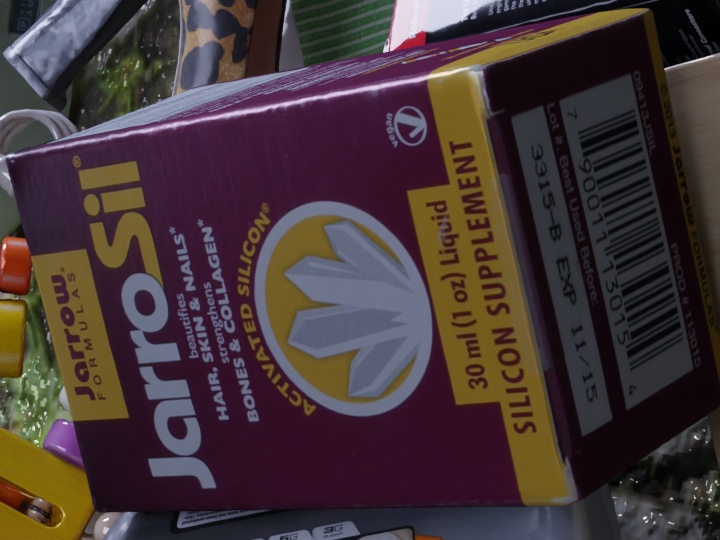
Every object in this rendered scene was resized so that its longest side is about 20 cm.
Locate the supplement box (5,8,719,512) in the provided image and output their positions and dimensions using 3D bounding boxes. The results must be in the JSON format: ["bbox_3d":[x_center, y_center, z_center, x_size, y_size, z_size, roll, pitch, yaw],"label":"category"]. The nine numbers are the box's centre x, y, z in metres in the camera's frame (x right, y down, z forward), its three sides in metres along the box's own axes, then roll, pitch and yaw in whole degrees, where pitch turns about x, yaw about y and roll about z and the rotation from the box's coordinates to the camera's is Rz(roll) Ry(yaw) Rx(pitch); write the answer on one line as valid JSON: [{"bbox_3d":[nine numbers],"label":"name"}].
[{"bbox_3d":[0.000,0.000,0.688,0.199,0.103,0.132,-7,101,40],"label":"supplement box"}]

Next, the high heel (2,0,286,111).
[{"bbox_3d":[-0.021,-0.067,0.821,0.200,0.071,0.143,44,90,1],"label":"high heel"}]

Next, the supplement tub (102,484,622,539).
[{"bbox_3d":[-0.009,0.126,0.741,0.199,0.123,0.123,-13,74,12],"label":"supplement tub"}]

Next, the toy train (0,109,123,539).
[{"bbox_3d":[-0.111,0.045,0.839,0.150,0.056,0.200,-35,84,-17],"label":"toy train"}]

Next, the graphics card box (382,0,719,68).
[{"bbox_3d":[0.112,-0.124,0.727,0.199,0.051,0.126,-12,49,29],"label":"graphics card box"}]

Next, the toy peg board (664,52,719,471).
[{"bbox_3d":[0.212,0.012,0.659,0.199,0.098,0.200,-13,90,37],"label":"toy peg board"}]

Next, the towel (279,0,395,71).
[{"bbox_3d":[0.037,-0.089,0.840,0.199,0.023,0.153,-23,69,34],"label":"towel"}]

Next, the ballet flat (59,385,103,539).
[{"bbox_3d":[-0.104,0.074,0.896,0.067,0.067,0.201,36,106,42],"label":"ballet flat"}]

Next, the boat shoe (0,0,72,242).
[{"bbox_3d":[-0.171,-0.107,0.987,0.071,0.070,0.202,18,96,58],"label":"boat shoe"}]
